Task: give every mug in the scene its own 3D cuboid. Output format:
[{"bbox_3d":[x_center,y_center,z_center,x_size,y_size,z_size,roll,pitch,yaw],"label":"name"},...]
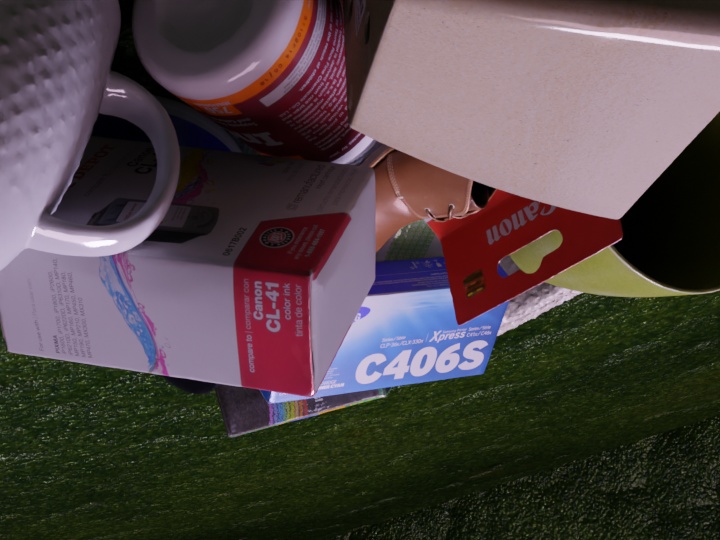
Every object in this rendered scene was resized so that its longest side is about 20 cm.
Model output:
[{"bbox_3d":[-0.191,-0.077,0.598,0.197,0.177,0.148,19,143,-18],"label":"mug"}]

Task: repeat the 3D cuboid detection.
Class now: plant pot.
[{"bbox_3d":[0.201,-0.057,0.922,0.184,0.190,0.200,-4,170,-22],"label":"plant pot"},{"bbox_3d":[0.085,-0.162,0.621,0.174,0.203,0.200,2,158,-12],"label":"plant pot"}]

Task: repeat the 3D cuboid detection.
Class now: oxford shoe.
[{"bbox_3d":[0.047,-0.057,0.767,0.071,0.072,0.200,-11,154,-48],"label":"oxford shoe"}]

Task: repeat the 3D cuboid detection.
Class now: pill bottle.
[{"bbox_3d":[-0.046,-0.130,0.721,0.112,0.115,0.200,-19,159,20],"label":"pill bottle"}]

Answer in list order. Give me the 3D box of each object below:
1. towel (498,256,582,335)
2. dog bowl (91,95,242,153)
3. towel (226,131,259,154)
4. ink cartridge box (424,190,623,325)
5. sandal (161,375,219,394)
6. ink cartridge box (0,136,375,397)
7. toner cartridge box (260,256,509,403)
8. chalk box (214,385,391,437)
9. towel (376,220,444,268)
[{"bbox_3d":[0.150,-0.011,1.128,0.034,0.135,0.199,11,151,-40],"label":"towel"},{"bbox_3d":[-0.175,-0.029,0.854,0.197,0.079,0.202,-6,133,-7],"label":"dog bowl"},{"bbox_3d":[-0.036,-0.042,0.922,0.197,0.022,0.148,10,127,-5],"label":"towel"},{"bbox_3d":[0.086,-0.085,0.792,0.047,0.203,0.159,8,152,-40],"label":"ink cartridge box"},{"bbox_3d":[-0.204,0.043,0.995,0.076,0.199,0.043,-51,179,41],"label":"sandal"},{"bbox_3d":[-0.100,-0.008,0.687,0.197,0.148,0.087,8,121,12],"label":"ink cartridge box"},{"bbox_3d":[0.018,0.043,0.880,0.197,0.043,0.096,-5,126,-28],"label":"toner cartridge box"},{"bbox_3d":[-0.033,0.059,1.049,0.197,0.127,0.124,-15,-176,11],"label":"chalk box"},{"bbox_3d":[0.000,0.000,0.886,0.198,0.031,0.151,6,121,-35],"label":"towel"}]
